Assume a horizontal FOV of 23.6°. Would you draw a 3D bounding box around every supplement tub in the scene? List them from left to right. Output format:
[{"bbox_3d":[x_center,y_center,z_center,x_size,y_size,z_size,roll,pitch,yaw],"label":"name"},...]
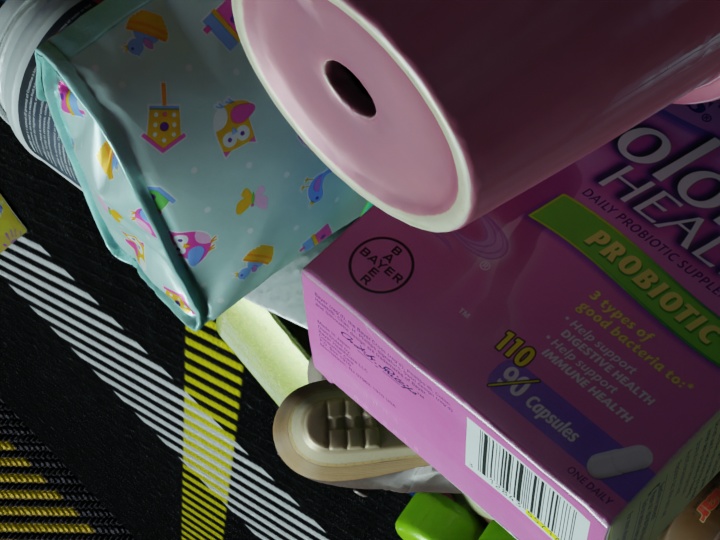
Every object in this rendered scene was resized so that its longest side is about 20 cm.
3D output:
[{"bbox_3d":[-0.152,-0.113,1.179,0.200,0.140,0.140,35,157,32],"label":"supplement tub"}]

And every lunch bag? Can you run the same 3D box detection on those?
[{"bbox_3d":[-0.083,-0.096,0.970,0.122,0.170,0.200,39,159,42],"label":"lunch bag"}]

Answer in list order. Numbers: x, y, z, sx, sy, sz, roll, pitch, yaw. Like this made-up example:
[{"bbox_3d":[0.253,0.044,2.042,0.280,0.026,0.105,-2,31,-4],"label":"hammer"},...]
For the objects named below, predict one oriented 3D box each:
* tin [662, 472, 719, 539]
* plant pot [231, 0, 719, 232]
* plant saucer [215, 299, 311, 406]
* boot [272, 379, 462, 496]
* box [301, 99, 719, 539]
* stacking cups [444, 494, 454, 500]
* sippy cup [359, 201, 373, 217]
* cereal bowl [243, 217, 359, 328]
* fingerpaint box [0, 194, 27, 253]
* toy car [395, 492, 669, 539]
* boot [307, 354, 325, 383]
[{"bbox_3d":[0.227,0.190,1.004,0.042,0.112,0.200,29,153,42],"label":"tin"},{"bbox_3d":[0.057,-0.118,0.671,0.200,0.179,0.200,40,160,18],"label":"plant pot"},{"bbox_3d":[-0.039,0.066,1.288,0.200,0.048,0.200,50,-171,-9],"label":"plant saucer"},{"bbox_3d":[0.052,0.089,0.936,0.200,0.072,0.166,4,171,-4],"label":"boot"},{"bbox_3d":[0.106,0.011,0.781,0.176,0.200,0.097,40,158,22],"label":"box"},{"bbox_3d":[0.130,0.266,1.448,0.200,0.060,0.061,46,161,14],"label":"stacking cups"},{"bbox_3d":[0.068,0.009,0.948,0.130,0.140,0.178,24,163,-16],"label":"sippy cup"},{"bbox_3d":[0.000,0.000,1.106,0.200,0.083,0.200,23,-178,-1],"label":"cereal bowl"},{"bbox_3d":[-0.500,-0.115,2.010,0.167,0.073,0.200,22,148,52],"label":"fingerpaint box"},{"bbox_3d":[0.155,0.154,1.041,0.200,0.164,0.158,44,164,-25],"label":"toy car"},{"bbox_3d":[0.053,0.105,1.148,0.200,0.070,0.146,25,-174,-7],"label":"boot"}]
